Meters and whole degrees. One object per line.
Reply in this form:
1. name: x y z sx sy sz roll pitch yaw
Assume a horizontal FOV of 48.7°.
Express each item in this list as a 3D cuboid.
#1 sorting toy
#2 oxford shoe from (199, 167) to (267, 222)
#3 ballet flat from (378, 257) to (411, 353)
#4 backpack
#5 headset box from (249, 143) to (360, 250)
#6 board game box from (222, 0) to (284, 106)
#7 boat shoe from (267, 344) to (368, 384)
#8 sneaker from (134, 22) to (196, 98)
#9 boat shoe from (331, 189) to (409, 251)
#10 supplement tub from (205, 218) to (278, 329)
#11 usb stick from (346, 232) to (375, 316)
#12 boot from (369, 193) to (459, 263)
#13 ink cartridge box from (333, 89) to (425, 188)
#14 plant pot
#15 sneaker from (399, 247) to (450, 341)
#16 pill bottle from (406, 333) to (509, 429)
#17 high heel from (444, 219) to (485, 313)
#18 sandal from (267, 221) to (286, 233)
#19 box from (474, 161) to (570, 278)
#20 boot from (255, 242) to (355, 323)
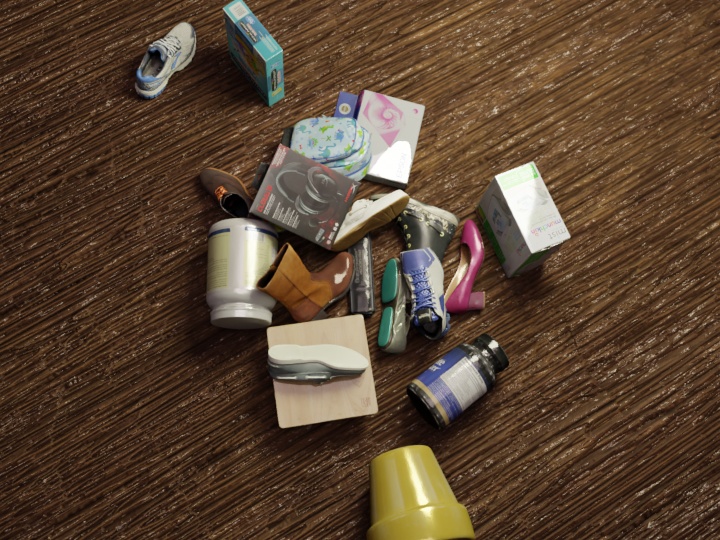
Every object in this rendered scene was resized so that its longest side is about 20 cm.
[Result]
1. sorting toy: -0.079 0.207 1.616 0.197 0.070 0.202 -8 76 -6
2. oxford shoe: -0.278 -0.161 1.679 0.200 0.072 0.071 38 95 24
3. ballet flat: 0.077 0.076 1.677 0.063 0.067 0.202 15 73 -29
4. backpack: -0.073 -0.248 1.688 0.198 0.154 0.164 9 51 0
5. headset box: -0.119 -0.150 1.592 0.199 0.077 0.150 26 93 -4
6. board game box: -0.228 -0.466 1.719 0.047 0.200 0.151 -36 80 -13
7. boat shoe: -0.085 0.188 1.564 0.198 0.073 0.062 5 118 -10
8. sneaker: -0.430 -0.476 1.765 0.077 0.085 0.201 28 74 3
9. boat shoe: 0.008 -0.120 1.671 0.199 0.071 0.070 -31 65 9
10. supplement tub: -0.240 0.009 1.617 0.144 0.145 0.202 1 75 -4
11. usb stick: 0.000 0.000 1.698 0.055 0.033 0.202 -4 75 4
12. boot: 0.099 -0.072 1.706 0.202 0.074 0.155 17 77 2
13. ink cartridge box: 0.029 -0.300 1.778 0.198 0.043 0.198 14 75 -2
14. plant pot: 0.097 0.445 1.511 0.199 0.201 0.190 -11 61 -8
15. sneaker: 0.135 0.056 1.616 0.080 0.115 0.201 -13 99 12
16. pill bottle: 0.200 0.220 1.614 0.199 0.112 0.112 -36 80 -13
17. high heel: 0.212 -0.010 1.697 0.095 0.067 0.202 -1 78 -16
18. sandal: -0.132 -0.119 1.697 0.198 0.087 0.080 -5 80 16
19. box: 0.336 -0.101 1.667 0.096 0.200 0.178 -21 78 -9
20. boot: -0.108 0.001 1.607 0.068 0.200 0.189 32 79 41
